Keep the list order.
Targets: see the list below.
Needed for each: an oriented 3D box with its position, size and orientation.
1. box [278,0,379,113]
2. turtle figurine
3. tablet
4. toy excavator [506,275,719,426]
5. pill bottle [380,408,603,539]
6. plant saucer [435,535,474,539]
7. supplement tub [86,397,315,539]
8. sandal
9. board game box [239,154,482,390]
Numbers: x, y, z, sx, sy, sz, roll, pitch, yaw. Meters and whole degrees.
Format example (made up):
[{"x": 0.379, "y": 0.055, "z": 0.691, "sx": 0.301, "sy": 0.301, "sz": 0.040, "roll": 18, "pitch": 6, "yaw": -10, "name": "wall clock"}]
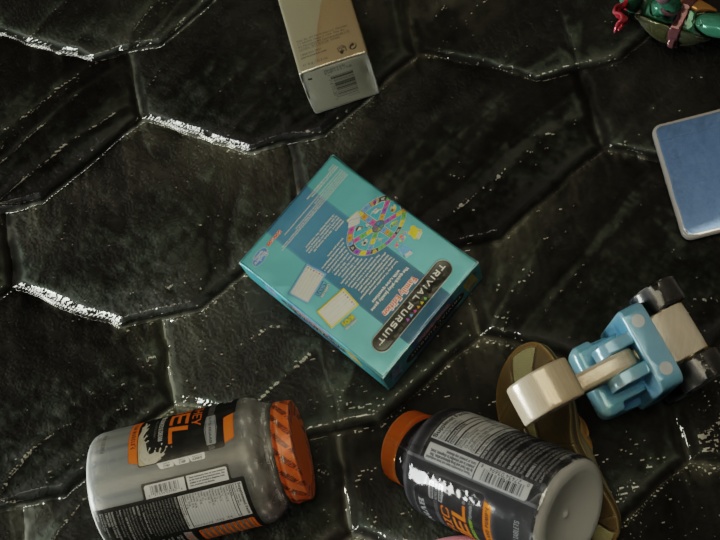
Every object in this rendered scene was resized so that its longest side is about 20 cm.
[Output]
[{"x": -0.046, "y": -0.286, "z": 1.420, "sx": 0.077, "sy": 0.095, "sz": 0.202, "roll": -17, "pitch": 69, "yaw": 4, "name": "box"}, {"x": 0.340, "y": -0.277, "z": 1.342, "sx": 0.199, "sy": 0.101, "sz": 0.150, "roll": 26, "pitch": 36, "yaw": 17, "name": "turtle figurine"}, {"x": 0.405, "y": -0.111, "z": 1.309, "sx": 0.198, "sy": 0.014, "sz": 0.131, "roll": -14, "pitch": 68, "yaw": 7, "name": "tablet"}, {"x": 0.221, "y": 0.092, "z": 1.166, "sx": 0.199, "sy": 0.195, "sz": 0.100, "roll": -28, "pitch": 76, "yaw": -6, "name": "toy excavator"}, {"x": 0.112, "y": 0.189, "z": 1.184, "sx": 0.199, "sy": 0.106, "sz": 0.107, "roll": 17, "pitch": 72, "yaw": 42, "name": "pill bottle"}, {"x": 0.097, "y": 0.344, "z": 1.179, "sx": 0.198, "sy": 0.051, "sz": 0.203, "roll": -4, "pitch": 68, "yaw": 9, "name": "plant saucer"}, {"x": -0.150, "y": 0.194, "z": 1.245, "sx": 0.198, "sy": 0.123, "sz": 0.124, "roll": -14, "pitch": 68, "yaw": 5, "name": "supplement tub"}, {"x": 0.189, "y": 0.165, "z": 1.225, "sx": 0.080, "sy": 0.054, "sz": 0.201, "roll": -29, "pitch": 81, "yaw": 29, "name": "sandal"}, {"x": 0.000, "y": 0.000, "z": 1.328, "sx": 0.199, "sy": 0.047, "sz": 0.151, "roll": 38, "pitch": 80, "yaw": 21, "name": "board game box"}]
